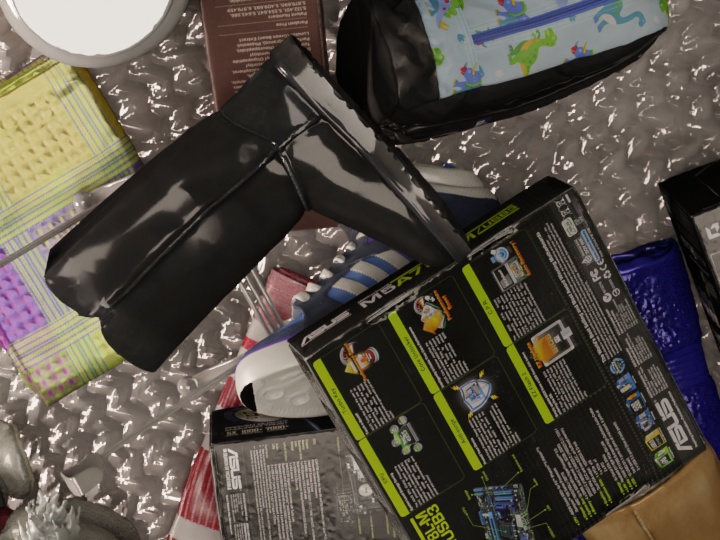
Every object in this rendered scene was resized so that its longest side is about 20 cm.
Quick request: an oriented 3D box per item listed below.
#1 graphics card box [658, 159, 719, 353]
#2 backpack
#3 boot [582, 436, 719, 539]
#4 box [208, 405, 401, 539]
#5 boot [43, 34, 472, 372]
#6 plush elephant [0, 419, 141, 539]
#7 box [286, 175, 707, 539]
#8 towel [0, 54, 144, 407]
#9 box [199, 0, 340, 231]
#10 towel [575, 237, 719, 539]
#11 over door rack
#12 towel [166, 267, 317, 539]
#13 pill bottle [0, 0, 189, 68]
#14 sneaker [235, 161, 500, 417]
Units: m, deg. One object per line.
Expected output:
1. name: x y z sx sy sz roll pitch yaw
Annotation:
1. graphics card box: 0.252 0.036 1.412 0.051 0.125 0.200 -22 101 3
2. backpack: 0.091 -0.155 1.355 0.200 0.163 0.154 -5 86 -10
3. boot: 0.184 0.220 1.443 0.175 0.066 0.200 -37 123 -8
4. box: -0.005 0.184 1.418 0.164 0.086 0.200 -7 101 -2
5. boot: -0.060 -0.010 1.281 0.200 0.066 0.165 -42 94 7
6. plush elephant: -0.228 0.189 1.401 0.165 0.155 0.200 -44 144 -34
7. box: 0.085 0.076 1.336 0.193 0.048 0.200 -32 110 -6
8. towel: -0.197 -0.030 1.419 0.144 0.023 0.200 -31 102 1
9. box: -0.055 -0.131 1.334 0.075 0.100 0.200 -7 125 1
10. towel: 0.164 0.091 1.455 0.147 0.050 0.200 -17 101 0
11. over door rack: -0.146 0.025 1.364 0.200 0.067 0.148 -35 101 -34
12. towel: -0.027 0.114 1.458 0.144 0.023 0.200 21 98 -7
13. pill bottle: -0.155 -0.179 1.304 0.116 0.200 0.117 -1 100 -5
14. sneaker: 0.000 0.000 1.396 0.200 0.081 0.147 -17 58 -9
